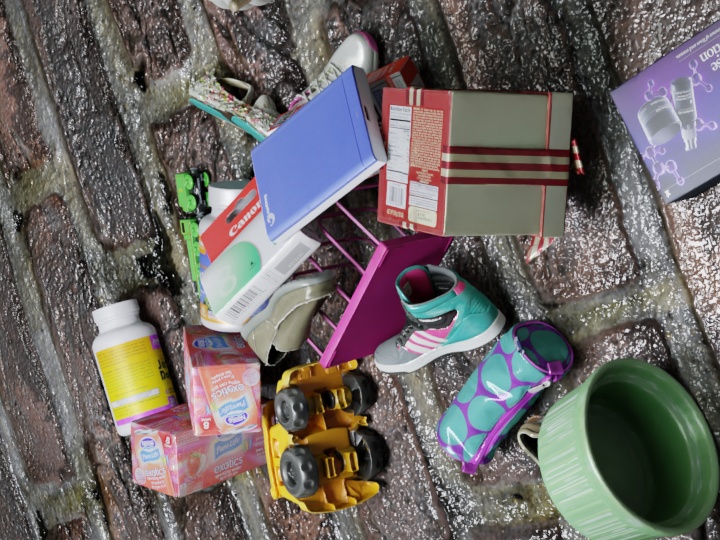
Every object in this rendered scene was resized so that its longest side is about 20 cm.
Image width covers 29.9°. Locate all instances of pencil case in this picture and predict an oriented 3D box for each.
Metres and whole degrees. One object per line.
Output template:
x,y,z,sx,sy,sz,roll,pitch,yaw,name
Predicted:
0.174,0.154,1.658,0.200,0.085,0.093,-56,34,35,pencil case

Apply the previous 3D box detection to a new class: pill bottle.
-0.358,0.151,2.117,0.104,0.104,0.201,-20,87,42,pill bottle
-0.174,-0.022,1.910,0.112,0.112,0.202,11,107,39,pill bottle

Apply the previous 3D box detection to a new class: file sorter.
0.000,0.000,1.744,0.125,0.138,0.201,45,125,27,file sorter

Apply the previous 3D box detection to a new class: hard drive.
-0.054,-0.137,1.621,0.200,0.025,0.133,-35,57,39,hard drive

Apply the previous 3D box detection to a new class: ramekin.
0.292,0.208,1.497,0.098,0.199,0.201,-38,74,48,ramekin

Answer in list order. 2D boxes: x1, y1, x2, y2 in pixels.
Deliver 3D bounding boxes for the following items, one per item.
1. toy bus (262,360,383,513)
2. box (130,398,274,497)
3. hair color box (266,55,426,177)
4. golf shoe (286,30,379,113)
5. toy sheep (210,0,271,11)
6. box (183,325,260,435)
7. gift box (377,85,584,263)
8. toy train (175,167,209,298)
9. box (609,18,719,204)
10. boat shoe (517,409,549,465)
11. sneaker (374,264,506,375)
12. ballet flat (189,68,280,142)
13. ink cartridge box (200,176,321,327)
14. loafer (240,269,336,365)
-0.076,0.224,1.883,0.192,0.135,0.202,-4,95,58,toy bus
-0.226,0.248,1.956,0.102,0.199,0.095,10,107,40,box
-0.004,-0.175,1.700,0.199,0.064,0.111,-21,110,26,hair color box
-0.043,-0.223,1.765,0.075,0.091,0.201,46,125,27,golf shoe
-0.164,-0.409,1.805,0.199,0.138,0.139,25,116,23,toy sheep
-0.197,0.151,1.906,0.200,0.094,0.103,-126,34,-72,box
0.134,-0.113,1.547,0.184,0.186,0.202,27,116,60,gift box
-0.242,-0.053,2.015,0.056,0.042,0.202,2,101,51,toy train
0.382,-0.178,1.409,0.200,0.079,0.142,-34,80,41,box
0.269,0.247,1.606,0.200,0.068,0.075,38,122,29,boat shoe
0.072,0.057,1.700,0.199,0.084,0.121,-23,116,36,sneaker
-0.160,-0.227,1.887,0.199,0.076,0.064,32,86,26,ballet flat
-0.148,-0.047,1.756,0.161,0.050,0.200,-45,44,15,ink cartridge box
-0.080,0.061,1.697,0.070,0.075,0.200,63,144,12,loafer
